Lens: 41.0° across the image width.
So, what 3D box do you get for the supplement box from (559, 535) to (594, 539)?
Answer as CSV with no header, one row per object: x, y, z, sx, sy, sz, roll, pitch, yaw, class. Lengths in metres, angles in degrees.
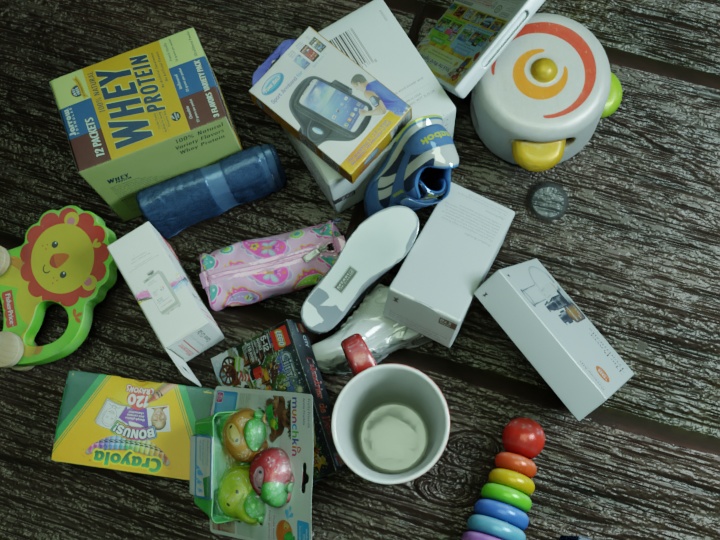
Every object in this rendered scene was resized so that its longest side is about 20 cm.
0.316,0.436,1.123,0.199,0.134,0.200,15,77,7,supplement box

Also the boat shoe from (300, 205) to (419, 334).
0.000,0.000,1.238,0.070,0.066,0.200,38,90,3,boat shoe

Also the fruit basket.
-0.126,0.235,1.149,0.094,0.200,0.186,3,87,-37,fruit basket

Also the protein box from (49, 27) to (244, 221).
-0.272,-0.188,1.285,0.198,0.200,0.135,-21,75,-2,protein box

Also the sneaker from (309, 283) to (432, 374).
0.016,0.070,1.275,0.199,0.078,0.100,-19,68,-11,sneaker

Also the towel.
-0.199,-0.107,1.306,0.199,0.112,0.049,-21,76,-3,towel

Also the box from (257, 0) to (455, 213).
-0.003,-0.222,1.314,0.199,0.131,0.200,-31,76,-4,box

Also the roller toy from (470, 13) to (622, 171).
0.239,-0.243,1.302,0.182,0.140,0.200,43,82,13,roller toy

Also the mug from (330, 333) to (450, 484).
0.040,0.175,1.174,0.133,0.200,0.178,2,75,4,mug

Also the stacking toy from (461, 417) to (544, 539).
0.185,0.281,1.207,0.085,0.085,0.201,19,71,8,stacking toy

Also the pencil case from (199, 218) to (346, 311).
-0.113,-0.008,1.290,0.199,0.087,0.088,-14,75,1,pencil case

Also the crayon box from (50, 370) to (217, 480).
-0.289,0.204,1.257,0.199,0.058,0.119,7,76,5,crayon box

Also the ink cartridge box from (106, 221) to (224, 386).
-0.244,0.047,1.266,0.067,0.117,0.200,-31,77,-4,ink cartridge box

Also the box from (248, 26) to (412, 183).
-0.046,-0.219,1.229,0.200,0.041,0.119,40,82,10,box

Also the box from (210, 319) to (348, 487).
-0.105,0.180,1.232,0.136,0.038,0.201,-28,73,28,box

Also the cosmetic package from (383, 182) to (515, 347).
0.116,-0.010,1.249,0.101,0.074,0.200,26,58,10,cosmetic package

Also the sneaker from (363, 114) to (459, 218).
0.065,-0.108,1.252,0.074,0.200,0.082,-18,62,-33,sneaker

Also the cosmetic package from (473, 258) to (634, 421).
0.246,0.081,1.211,0.052,0.151,0.200,-45,75,27,cosmetic package

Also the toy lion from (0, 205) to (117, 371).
-0.412,0.019,1.298,0.191,0.069,0.201,-15,75,7,toy lion

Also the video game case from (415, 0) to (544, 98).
0.154,-0.327,1.296,0.023,0.200,0.182,37,97,-27,video game case
